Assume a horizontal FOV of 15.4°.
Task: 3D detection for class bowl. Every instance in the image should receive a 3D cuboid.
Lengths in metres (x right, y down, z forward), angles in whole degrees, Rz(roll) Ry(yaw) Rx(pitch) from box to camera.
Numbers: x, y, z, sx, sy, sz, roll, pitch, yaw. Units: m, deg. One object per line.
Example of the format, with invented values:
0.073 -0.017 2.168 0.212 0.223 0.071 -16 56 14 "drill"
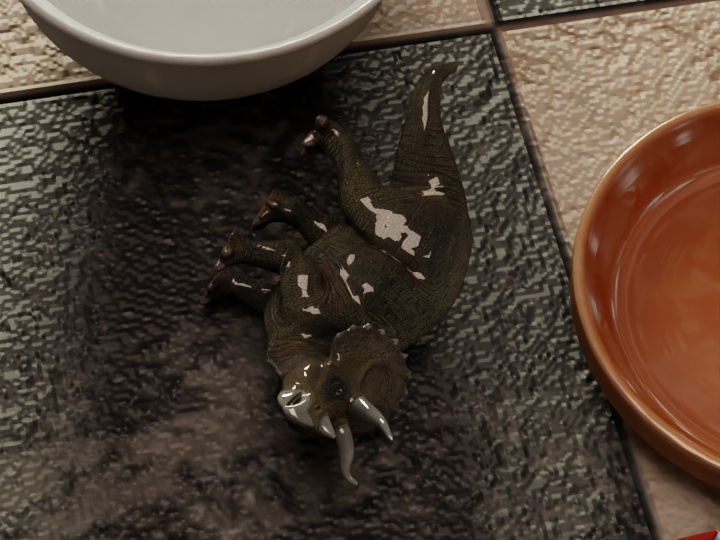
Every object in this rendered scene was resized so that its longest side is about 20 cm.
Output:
-0.070 -0.146 1.180 0.201 0.090 0.201 2 58 -3 "bowl"

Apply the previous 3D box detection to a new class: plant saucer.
0.187 0.014 1.130 0.200 0.032 0.200 2 57 -4 "plant saucer"

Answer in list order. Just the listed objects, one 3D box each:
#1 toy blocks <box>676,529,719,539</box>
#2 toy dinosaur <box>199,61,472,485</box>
0.215 0.091 1.026 0.137 0.100 0.200 34 89 13 "toy blocks"
0.000 0.000 1.113 0.102 0.077 0.200 34 55 3 "toy dinosaur"
